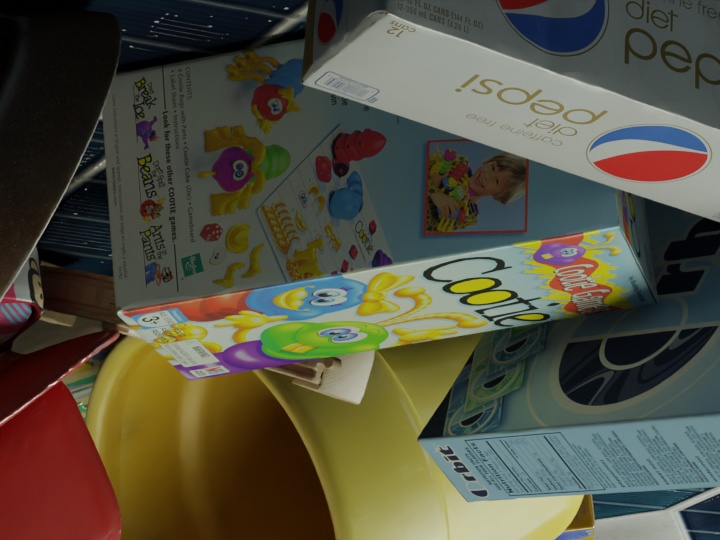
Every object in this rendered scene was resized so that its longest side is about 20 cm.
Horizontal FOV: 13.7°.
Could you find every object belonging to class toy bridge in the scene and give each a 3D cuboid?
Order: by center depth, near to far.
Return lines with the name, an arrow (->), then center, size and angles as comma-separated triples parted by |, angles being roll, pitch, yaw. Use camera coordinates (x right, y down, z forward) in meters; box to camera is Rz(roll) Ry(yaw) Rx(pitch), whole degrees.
toy bridge -> -0.085, 0.021, 1.313 | 0.200, 0.027, 0.067 | 13, 174, 39

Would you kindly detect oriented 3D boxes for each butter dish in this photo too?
butter dish -> -0.183, 0.141, 1.287 | 0.200, 0.148, 0.199 | -29, -175, 45

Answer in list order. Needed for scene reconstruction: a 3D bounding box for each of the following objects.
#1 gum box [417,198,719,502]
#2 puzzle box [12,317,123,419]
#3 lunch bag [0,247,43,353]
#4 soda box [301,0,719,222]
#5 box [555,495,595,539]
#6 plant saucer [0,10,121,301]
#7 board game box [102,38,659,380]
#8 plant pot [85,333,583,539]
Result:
gum box -> 0.141, 0.016, 1.232 | 0.200, 0.170, 0.045 | -8, 129, 45
puzzle box -> -0.167, 0.059, 1.519 | 0.200, 0.025, 0.133 | -18, 156, 31
lunch bag -> -0.227, 0.015, 1.297 | 0.176, 0.082, 0.200 | 9, 155, -36
soda box -> 0.080, -0.080, 1.094 | 0.200, 0.068, 0.064 | 17, 152, -26
box -> 0.044, 0.169, 1.862 | 0.200, 0.042, 0.119 | -8, 160, 0
plant saucer -> -0.157, -0.018, 1.101 | 0.034, 0.201, 0.200 | 32, 146, -19
board game box -> 0.009, -0.032, 1.201 | 0.200, 0.105, 0.103 | -9, 160, 12
plant pot -> -0.001, 0.096, 1.436 | 0.189, 0.201, 0.201 | -18, 171, -38
